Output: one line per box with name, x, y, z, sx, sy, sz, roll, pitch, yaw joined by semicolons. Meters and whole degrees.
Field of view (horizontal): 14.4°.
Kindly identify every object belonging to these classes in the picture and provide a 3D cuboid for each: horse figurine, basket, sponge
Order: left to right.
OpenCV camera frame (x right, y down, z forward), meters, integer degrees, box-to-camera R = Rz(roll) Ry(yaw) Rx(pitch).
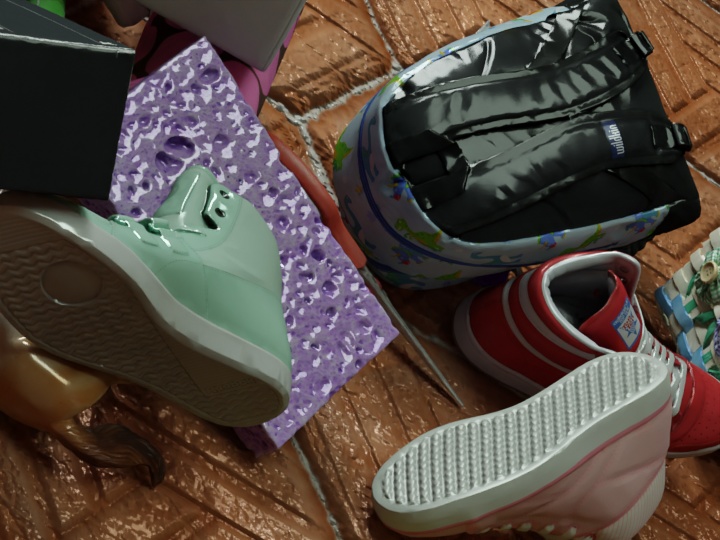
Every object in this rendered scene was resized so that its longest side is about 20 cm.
horse figurine;-0.166;0.027;1.432;0.200;0.050;0.132;53;37;7
sponge;-0.071;-0.013;1.534;0.112;0.030;0.200;-40;101;-35
basket;0.301;0.028;1.838;0.139;0.200;0.177;43;23;-42

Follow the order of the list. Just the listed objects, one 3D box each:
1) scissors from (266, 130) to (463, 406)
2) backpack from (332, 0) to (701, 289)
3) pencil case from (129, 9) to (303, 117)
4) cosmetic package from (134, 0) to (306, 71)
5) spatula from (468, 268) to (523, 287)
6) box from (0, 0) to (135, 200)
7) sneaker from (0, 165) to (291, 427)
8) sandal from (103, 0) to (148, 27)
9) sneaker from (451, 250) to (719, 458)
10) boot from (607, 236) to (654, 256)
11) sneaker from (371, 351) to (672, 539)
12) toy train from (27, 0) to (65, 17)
scissors;0.000;0.000;1.661;0.014;0.073;0.200;-41;89;-21
backpack;0.081;-0.066;1.717;0.200;0.154;0.164;-21;86;-45
pencil case;-0.095;-0.121;1.657;0.093;0.091;0.200;22;36;-3
cosmetic package;-0.087;-0.253;1.594;0.200;0.167;0.168;29;33;-4
spatula;0.118;0.018;1.812;0.200;0.021;0.057;33;45;-24
box;-0.214;-0.096;1.373;0.141;0.079;0.200;3;13;-29
sneaker;-0.114;-0.012;1.417;0.200;0.074;0.119;35;39;-38
sandal;-0.151;-0.213;1.692;0.203;0.050;0.083;64;0;43
sneaker;0.165;0.052;1.719;0.199;0.112;0.071;22;62;-21
boot;0.119;-0.069;1.860;0.158;0.079;0.211;52;31;11
sneaker;0.097;0.129;1.611;0.200;0.105;0.075;-24;34;-29
toy train;-0.183;-0.121;1.579;0.042;0.056;0.200;28;35;-26
